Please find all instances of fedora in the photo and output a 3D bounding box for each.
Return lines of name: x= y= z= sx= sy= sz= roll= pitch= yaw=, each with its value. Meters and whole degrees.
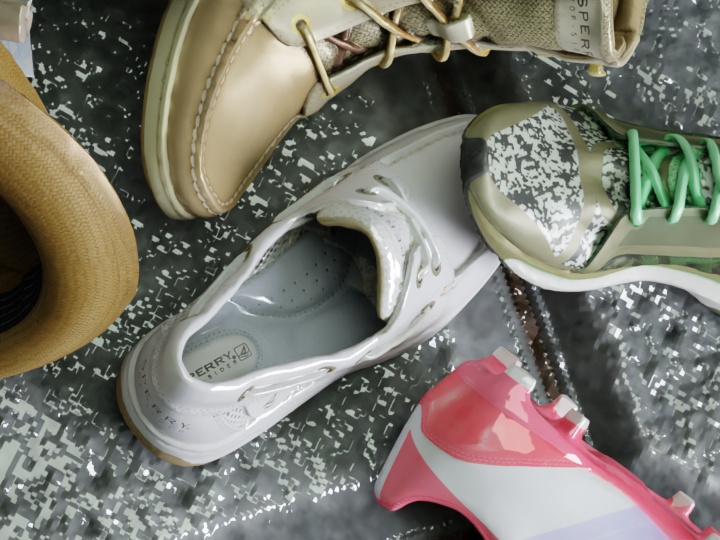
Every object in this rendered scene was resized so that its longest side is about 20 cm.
fedora: x=-0.165 y=-0.043 z=0.880 sx=0.199 sy=0.201 sz=0.082 roll=22 pitch=51 yaw=-12

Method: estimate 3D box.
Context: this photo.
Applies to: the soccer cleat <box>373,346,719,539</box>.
soccer cleat: x=0.096 y=0.113 z=0.986 sx=0.200 sy=0.067 sz=0.077 roll=41 pitch=97 yaw=-10

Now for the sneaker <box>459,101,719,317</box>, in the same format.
sneaker: x=0.129 y=-0.033 z=1.002 sx=0.199 sy=0.088 sz=0.078 roll=11 pitch=66 yaw=-31

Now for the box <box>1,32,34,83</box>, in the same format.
box: x=-0.198 y=-0.159 z=0.970 sx=0.135 sy=0.038 sz=0.202 roll=-2 pitch=75 yaw=-20

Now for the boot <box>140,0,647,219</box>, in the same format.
boot: x=0.019 y=-0.092 z=0.971 sx=0.154 sy=0.073 sz=0.201 roll=15 pitch=59 yaw=24

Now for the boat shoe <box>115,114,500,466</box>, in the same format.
boat shoe: x=0.000 y=0.000 z=0.972 sx=0.200 sy=0.069 sz=0.071 roll=-39 pitch=87 yaw=-28

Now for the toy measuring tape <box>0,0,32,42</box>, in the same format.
toy measuring tape: x=-0.097 y=-0.140 z=0.970 sx=0.073 sy=0.074 sz=0.201 roll=27 pitch=52 yaw=-10
